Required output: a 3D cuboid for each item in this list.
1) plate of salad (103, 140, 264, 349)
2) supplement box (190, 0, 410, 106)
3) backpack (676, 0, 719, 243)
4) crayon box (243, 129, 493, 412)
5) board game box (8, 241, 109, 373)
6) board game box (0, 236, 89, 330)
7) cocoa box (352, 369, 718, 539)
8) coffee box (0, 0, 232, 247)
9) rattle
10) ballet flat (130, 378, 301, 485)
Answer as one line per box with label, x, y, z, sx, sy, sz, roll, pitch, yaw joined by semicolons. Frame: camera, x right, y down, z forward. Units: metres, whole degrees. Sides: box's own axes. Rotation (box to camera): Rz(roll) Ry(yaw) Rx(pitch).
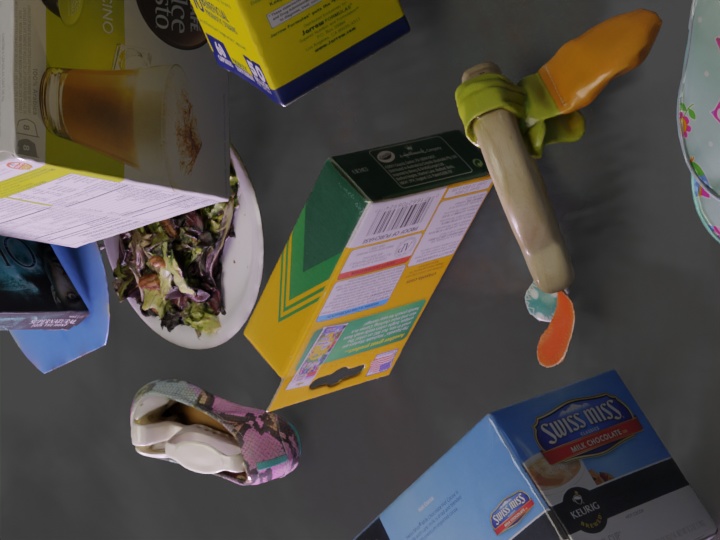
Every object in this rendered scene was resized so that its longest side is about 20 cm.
plate of salad;-0.150;-0.034;1.758;0.200;0.048;0.200;15;112;42
supplement box;-0.066;-0.230;1.499;0.109;0.109;0.200;36;154;56
backpack;0.267;-0.086;1.239;0.176;0.153;0.200;21;122;35
crayon box;0.000;0.000;1.554;0.052;0.126;0.200;48;131;27
board game box;-0.250;-0.004;1.879;0.200;0.039;0.158;-25;84;54
board game box;-0.305;-0.014;1.752;0.028;0.200;0.135;-39;73;22
cocoa box;0.107;0.180;1.488;0.200;0.133;0.131;-48;66;42
coffee box;-0.231;-0.142;1.670;0.200;0.198;0.200;-15;72;46
rattle;0.148;-0.053;1.456;0.200;0.143;0.130;66;171;-12
ballet flat;-0.134;0.130;1.771;0.200;0.071;0.069;11;110;44
